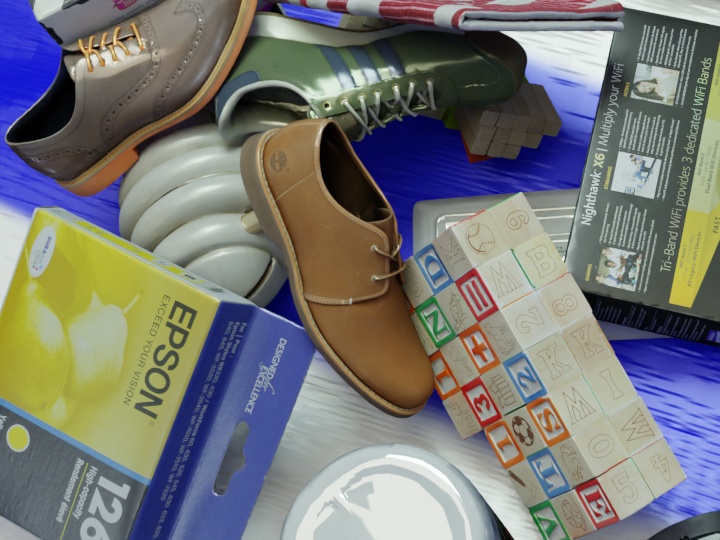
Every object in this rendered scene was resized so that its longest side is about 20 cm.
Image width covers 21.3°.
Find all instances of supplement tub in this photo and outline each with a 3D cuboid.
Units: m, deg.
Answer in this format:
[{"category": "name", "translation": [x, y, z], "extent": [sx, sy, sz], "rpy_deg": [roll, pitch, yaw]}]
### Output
[{"category": "supplement tub", "translation": [0.033, 0.182, 1.119], "extent": [0.122, 0.200, 0.123], "rpy_deg": [-4, 70, 12]}]

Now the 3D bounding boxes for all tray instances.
[{"category": "tray", "translation": [0.130, -0.006, 1.257], "extent": [0.200, 0.022, 0.108], "rpy_deg": [-3, 72, 13]}]

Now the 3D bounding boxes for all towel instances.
[{"category": "towel", "translation": [0.048, -0.169, 1.197], "extent": [0.200, 0.144, 0.023], "rpy_deg": [17, 109, 49]}]

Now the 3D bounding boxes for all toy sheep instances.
[{"category": "toy sheep", "translation": [-0.094, -0.034, 1.265], "extent": [0.138, 0.138, 0.200], "rpy_deg": [-20, 51, 7]}]

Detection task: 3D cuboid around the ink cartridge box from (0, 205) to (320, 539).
[{"category": "ink cartridge box", "translation": [-0.150, 0.088, 1.207], "extent": [0.200, 0.047, 0.198], "rpy_deg": [25, 101, 22]}]

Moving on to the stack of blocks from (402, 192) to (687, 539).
[{"category": "stack of blocks", "translation": [0.102, 0.067, 1.178], "extent": [0.059, 0.115, 0.200], "rpy_deg": [-26, 83, -29]}]

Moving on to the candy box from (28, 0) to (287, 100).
[{"category": "candy box", "translation": [-0.132, -0.178, 1.285], "extent": [0.136, 0.200, 0.061], "rpy_deg": [-28, 67, 3]}]

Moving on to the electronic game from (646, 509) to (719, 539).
[{"category": "electronic game", "translation": [0.228, 0.238, 1.136], "extent": [0.200, 0.042, 0.200], "rpy_deg": [-8, 63, 16]}]

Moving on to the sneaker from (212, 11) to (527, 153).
[{"category": "sneaker", "translation": [0.000, -0.107, 1.205], "extent": [0.200, 0.067, 0.090], "rpy_deg": [6, 56, 16]}]

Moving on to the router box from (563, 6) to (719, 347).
[{"category": "router box", "translation": [0.220, -0.056, 1.215], "extent": [0.157, 0.052, 0.200], "rpy_deg": [13, 72, 5]}]

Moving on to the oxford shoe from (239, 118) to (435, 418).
[{"category": "oxford shoe", "translation": [0.000, 0.000, 1.164], "extent": [0.071, 0.071, 0.200], "rpy_deg": [-18, 106, 38]}]

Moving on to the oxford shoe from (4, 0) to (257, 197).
[{"category": "oxford shoe", "translation": [-0.145, -0.128, 1.216], "extent": [0.200, 0.073, 0.071], "rpy_deg": [-45, 45, 19]}]

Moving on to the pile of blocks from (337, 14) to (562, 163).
[{"category": "pile of blocks", "translation": [0.055, -0.133, 1.308], "extent": [0.200, 0.082, 0.062], "rpy_deg": [47, 130, 32]}]
